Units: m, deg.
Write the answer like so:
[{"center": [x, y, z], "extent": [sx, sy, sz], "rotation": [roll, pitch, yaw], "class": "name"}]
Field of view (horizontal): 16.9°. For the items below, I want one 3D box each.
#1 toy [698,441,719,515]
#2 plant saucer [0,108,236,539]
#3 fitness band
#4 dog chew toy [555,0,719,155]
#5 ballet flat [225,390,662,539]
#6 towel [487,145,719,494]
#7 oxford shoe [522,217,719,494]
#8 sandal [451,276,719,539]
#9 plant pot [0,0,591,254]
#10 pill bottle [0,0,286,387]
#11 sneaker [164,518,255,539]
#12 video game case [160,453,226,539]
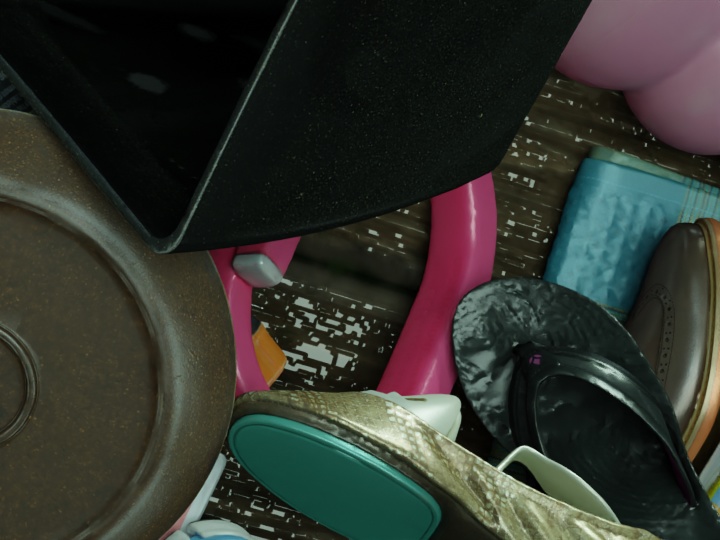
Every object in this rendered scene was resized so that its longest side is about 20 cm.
[{"center": [0.190, 0.112, 1.084], "extent": [0.200, 0.047, 0.115], "rotation": [-59, 141, -18], "class": "toy"}, {"center": [-0.147, 0.039, 0.920], "extent": [0.200, 0.034, 0.201], "rotation": [0, 105, -1], "class": "plant saucer"}, {"center": [0.000, 0.000, 1.036], "extent": [0.144, 0.037, 0.200], "rotation": [51, 50, -36], "class": "fitness band"}, {"center": [0.157, -0.110, 1.090], "extent": [0.200, 0.125, 0.125], "rotation": [41, 80, -18], "class": "dog chew toy"}, {"center": [0.040, 0.091, 0.972], "extent": [0.200, 0.071, 0.065], "rotation": [33, 54, -8], "class": "ballet flat"}, {"center": [0.141, 0.057, 1.129], "extent": [0.146, 0.022, 0.200], "rotation": [19, 86, -12], "class": "towel"}, {"center": [0.112, 0.067, 1.077], "extent": [0.073, 0.071, 0.200], "rotation": [18, 87, -8], "class": "oxford shoe"}, {"center": [0.108, 0.081, 1.022], "extent": [0.075, 0.048, 0.201], "rotation": [-33, 72, -2], "class": "sandal"}, {"center": [-0.015, -0.135, 0.923], "extent": [0.177, 0.200, 0.200], "rotation": [4, 122, -44], "class": "plant pot"}, {"center": [-0.119, -0.014, 1.022], "extent": [0.106, 0.106, 0.200], "rotation": [-41, 99, -11], "class": "pill bottle"}, {"center": [-0.072, 0.211, 1.031], "extent": [0.075, 0.087, 0.200], "rotation": [12, 91, -30], "class": "sneaker"}, {"center": [-0.176, 0.103, 1.050], "extent": [0.200, 0.017, 0.143], "rotation": [27, 83, -12], "class": "video game case"}]
